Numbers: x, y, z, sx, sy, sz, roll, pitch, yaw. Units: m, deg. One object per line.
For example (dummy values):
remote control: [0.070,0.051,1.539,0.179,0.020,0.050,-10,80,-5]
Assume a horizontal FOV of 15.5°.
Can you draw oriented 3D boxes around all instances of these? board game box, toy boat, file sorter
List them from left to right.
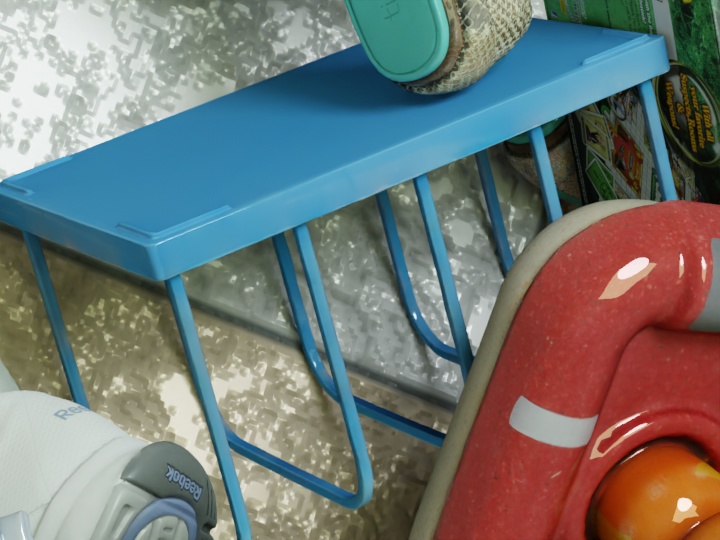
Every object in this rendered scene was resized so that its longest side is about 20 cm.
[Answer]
file sorter: [0.000,0.000,0.921,0.199,0.139,0.123,-23,110,-24]
board game box: [0.104,-0.069,0.923,0.023,0.105,0.201,-28,127,-20]
toy boat: [0.101,0.084,0.848,0.130,0.131,0.201,6,113,-32]

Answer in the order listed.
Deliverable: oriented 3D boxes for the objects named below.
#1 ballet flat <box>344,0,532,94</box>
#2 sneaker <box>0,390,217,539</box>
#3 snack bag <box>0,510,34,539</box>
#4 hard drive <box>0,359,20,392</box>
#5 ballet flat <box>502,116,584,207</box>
ballet flat: [0.001,-0.157,0.876,0.075,0.068,0.201,-32,99,-45]
sneaker: [-0.121,0.131,0.856,0.074,0.087,0.201,22,98,-57]
snack bag: [-0.162,0.188,0.813,0.021,0.188,0.201,6,71,-59]
hard drive: [-0.126,0.149,0.910,0.132,0.026,0.200,-34,93,-24]
ballet flat: [0.121,-0.109,1.046,0.067,0.068,0.200,39,74,-29]
